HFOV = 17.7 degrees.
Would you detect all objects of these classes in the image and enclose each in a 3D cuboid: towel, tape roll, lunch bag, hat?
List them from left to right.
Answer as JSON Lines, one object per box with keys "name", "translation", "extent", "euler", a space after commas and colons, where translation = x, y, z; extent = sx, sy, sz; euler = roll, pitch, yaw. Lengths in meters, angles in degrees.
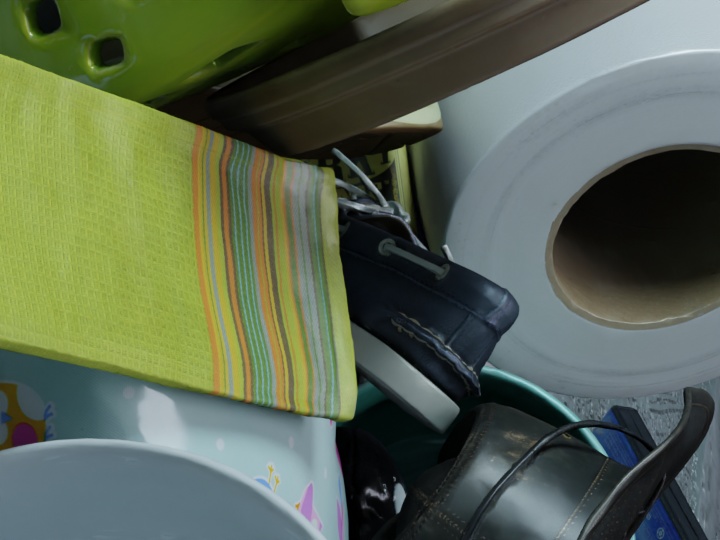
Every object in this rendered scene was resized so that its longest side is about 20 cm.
{"name": "towel", "translation": [-0.060, -0.009, 0.657], "extent": [0.200, 0.018, 0.086], "euler": [18, 58, -57]}
{"name": "lunch bag", "translation": [-0.066, 0.056, 0.768], "extent": [0.200, 0.121, 0.171], "euler": [-10, 94, -65]}
{"name": "hat", "translation": [0.047, 0.101, 0.829], "extent": [0.201, 0.081, 0.201], "euler": [-54, 168, -17]}
{"name": "tape roll", "translation": [0.119, -0.059, 1.050], "extent": [0.139, 0.202, 0.203], "euler": [-104, 172, -46]}

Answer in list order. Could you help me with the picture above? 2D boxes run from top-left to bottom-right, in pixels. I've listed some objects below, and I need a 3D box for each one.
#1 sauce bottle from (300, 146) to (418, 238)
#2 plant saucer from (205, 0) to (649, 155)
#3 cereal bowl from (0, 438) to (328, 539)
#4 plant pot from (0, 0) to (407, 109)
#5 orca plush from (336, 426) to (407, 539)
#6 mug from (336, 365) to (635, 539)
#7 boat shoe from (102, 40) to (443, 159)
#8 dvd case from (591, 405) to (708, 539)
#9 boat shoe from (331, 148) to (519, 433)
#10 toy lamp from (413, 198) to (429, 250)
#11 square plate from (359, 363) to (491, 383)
{"name": "sauce bottle", "translation": [-0.013, -0.065, 1.031], "extent": [0.065, 0.064, 0.201], "euler": [-28, 109, -69]}
{"name": "plant saucer", "translation": [0.043, -0.086, 0.764], "extent": [0.030, 0.199, 0.200], "euler": [64, 23, -8]}
{"name": "cereal bowl", "translation": [-0.076, 0.148, 0.600], "extent": [0.083, 0.199, 0.201], "euler": [63, 29, -51]}
{"name": "plant pot", "translation": [-0.037, -0.164, 0.729], "extent": [0.199, 0.181, 0.201], "euler": [-32, 108, -55]}
{"name": "orca plush", "translation": [-0.024, 0.158, 0.881], "extent": [0.071, 0.105, 0.201], "euler": [98, 17, -83]}
{"name": "mug", "translation": [0.044, 0.132, 0.980], "extent": [0.185, 0.152, 0.114], "euler": [59, -4, 5]}
{"name": "boat shoe", "translation": [-0.041, -0.082, 0.920], "extent": [0.200, 0.073, 0.063], "euler": [2, 77, -58]}
{"name": "dvd case", "translation": [0.096, 0.181, 1.057], "extent": [0.017, 0.200, 0.143], "euler": [10, 38, -34]}
{"name": "boat shoe", "translation": [0.000, 0.000, 0.907], "extent": [0.075, 0.062, 0.200], "euler": [43, -3, -24]}
{"name": "toy lamp", "translation": [0.024, 0.057, 1.089], "extent": [0.058, 0.058, 0.201], "euler": [34, 46, -65]}
{"name": "square plate", "translation": [0.043, 0.106, 1.194], "extent": [0.198, 0.028, 0.201], "euler": [50, 40, -57]}
